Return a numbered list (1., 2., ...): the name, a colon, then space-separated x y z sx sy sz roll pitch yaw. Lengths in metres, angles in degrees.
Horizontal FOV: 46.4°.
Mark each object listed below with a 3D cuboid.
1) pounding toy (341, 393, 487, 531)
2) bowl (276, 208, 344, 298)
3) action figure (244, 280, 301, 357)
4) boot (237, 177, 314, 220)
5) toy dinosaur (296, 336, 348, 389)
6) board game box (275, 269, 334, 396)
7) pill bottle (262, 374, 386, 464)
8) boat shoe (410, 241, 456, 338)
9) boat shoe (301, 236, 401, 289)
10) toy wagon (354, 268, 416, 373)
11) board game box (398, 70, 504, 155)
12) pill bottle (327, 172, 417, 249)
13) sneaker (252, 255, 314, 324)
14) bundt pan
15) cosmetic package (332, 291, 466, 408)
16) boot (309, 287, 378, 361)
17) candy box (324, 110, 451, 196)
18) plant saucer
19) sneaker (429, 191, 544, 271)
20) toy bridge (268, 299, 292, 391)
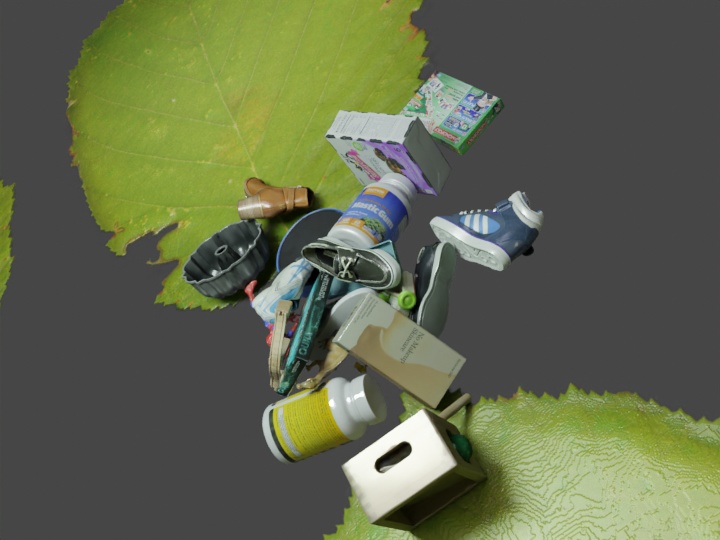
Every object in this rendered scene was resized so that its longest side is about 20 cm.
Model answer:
1. pounding toy: 0.098 0.285 1.302 0.200 0.184 0.142 -37 59 8
2. bowl: -0.085 -0.041 1.719 0.200 0.039 0.201 -17 53 24
3. action figure: -0.158 0.085 1.667 0.099 0.065 0.200 -40 46 14
4. boot: -0.179 -0.167 1.838 0.155 0.077 0.200 -9 16 4
5. toy dinosaur: -0.039 0.145 1.472 0.200 0.058 0.101 -51 12 -20
6. board game box: -0.100 0.112 1.513 0.135 0.028 0.200 120 169 -48
7. pill bottle: -0.060 0.254 1.458 0.200 0.112 0.113 -24 50 19
8. boat shoe: 0.121 0.043 1.507 0.060 0.076 0.200 -4 56 41
9. boat shoe: -0.020 -0.008 1.484 0.200 0.064 0.071 18 113 37
10. toy wagon: 0.038 0.091 1.518 0.155 0.039 0.201 29 104 64
11. board game box: 0.182 -0.329 1.735 0.135 0.029 0.200 -50 47 -3
12. pill bottle: 0.029 -0.097 1.605 0.112 0.112 0.200 4 43 36
13. sneaker: -0.134 0.032 1.613 0.072 0.073 0.200 -33 13 44
14. bundt pan: -0.275 -0.017 1.782 0.201 0.076 0.202 -25 31 16
15. cosmetic package: 0.064 0.132 1.400 0.105 0.200 0.071 -57 5 -8
16. boot: -0.037 0.078 1.549 0.200 0.073 0.096 -46 26 30
17. candy box: 0.055 -0.232 1.661 0.200 0.168 0.072 13 66 39
18. plant saucer: 0.000 0.000 1.528 0.200 0.019 0.070 -18 87 46
19. sneaker: 0.237 -0.088 1.516 0.146 0.081 0.200 -46 41 -14
20. toy bridge: -0.150 0.150 1.542 0.027 0.200 0.067 11 38 4
